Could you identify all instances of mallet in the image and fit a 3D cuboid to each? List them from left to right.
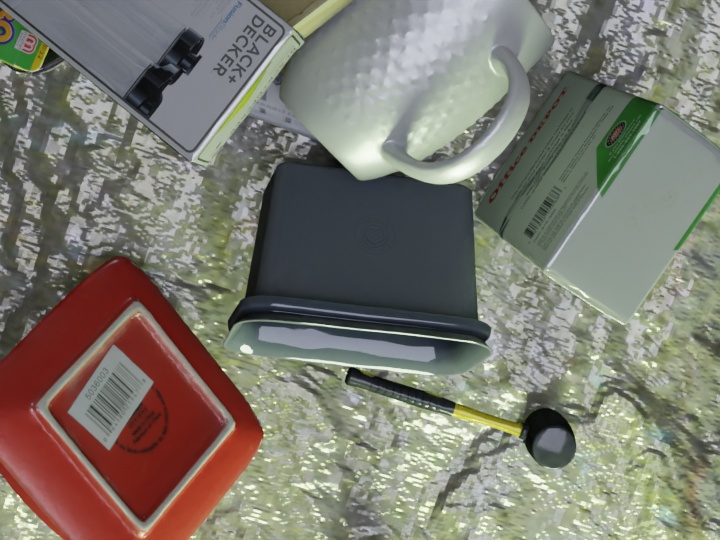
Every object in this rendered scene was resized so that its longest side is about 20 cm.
[{"bbox_3d":[0.085,0.119,1.321,0.199,0.066,0.041,16,98,-12],"label":"mallet"}]

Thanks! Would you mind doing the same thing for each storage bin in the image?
[{"bbox_3d":[0.000,0.000,1.257,0.199,0.146,0.135,8,74,-10],"label":"storage bin"}]

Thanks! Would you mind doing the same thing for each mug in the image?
[{"bbox_3d":[0.044,-0.144,1.170,0.175,0.200,0.148,-44,141,4],"label":"mug"}]

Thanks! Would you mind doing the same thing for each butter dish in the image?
[{"bbox_3d":[-0.210,0.126,1.243,0.200,0.147,0.200,53,48,-16],"label":"butter dish"}]

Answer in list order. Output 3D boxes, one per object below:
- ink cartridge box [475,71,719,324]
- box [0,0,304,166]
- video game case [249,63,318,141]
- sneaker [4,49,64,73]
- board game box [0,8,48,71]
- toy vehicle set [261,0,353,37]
[{"bbox_3d":[0.180,-0.062,1.228,0.083,0.200,0.147,32,97,-17],"label":"ink cartridge box"},{"bbox_3d":[-0.150,-0.177,1.087,0.200,0.060,0.117,40,93,2],"label":"box"},{"bbox_3d":[-0.028,-0.196,1.256,0.199,0.022,0.183,19,99,-12],"label":"video game case"},{"bbox_3d":[-0.188,-0.218,1.191,0.076,0.088,0.200,43,93,-15],"label":"sneaker"},{"bbox_3d":[-0.293,-0.219,1.157,0.199,0.030,0.096,24,92,18],"label":"board game box"},{"bbox_3d":[-0.068,-0.266,1.145,0.124,0.027,0.201,-34,74,9],"label":"toy vehicle set"}]
